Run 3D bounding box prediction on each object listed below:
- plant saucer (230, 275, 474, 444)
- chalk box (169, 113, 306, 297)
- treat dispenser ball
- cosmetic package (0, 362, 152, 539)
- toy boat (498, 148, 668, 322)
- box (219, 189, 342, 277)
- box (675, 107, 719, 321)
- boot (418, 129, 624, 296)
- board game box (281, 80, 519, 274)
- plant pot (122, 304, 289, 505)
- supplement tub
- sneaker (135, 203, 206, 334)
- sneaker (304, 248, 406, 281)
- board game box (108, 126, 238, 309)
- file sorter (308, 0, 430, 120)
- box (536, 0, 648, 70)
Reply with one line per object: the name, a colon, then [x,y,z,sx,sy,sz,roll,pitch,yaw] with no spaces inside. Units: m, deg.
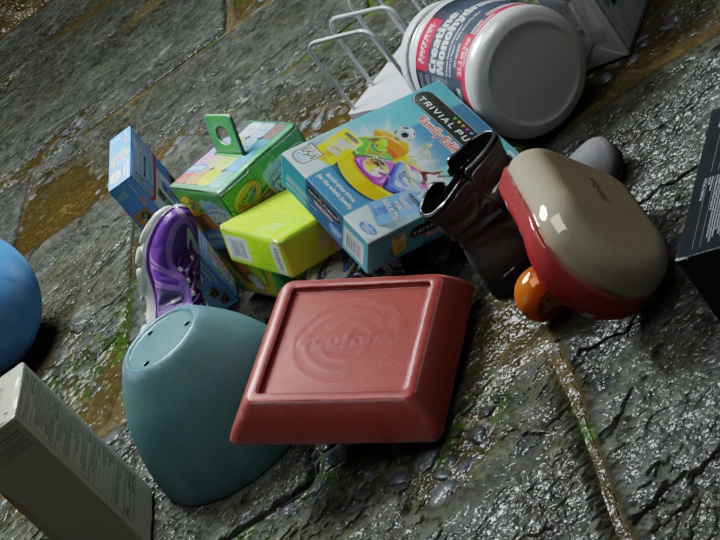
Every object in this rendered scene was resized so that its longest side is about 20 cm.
plant saucer: [-0.009,0.072,1.463,0.199,0.037,0.200,-3,41,18]
chalk box: [-0.114,-0.084,1.756,0.124,0.200,0.125,-44,26,-20]
treat dispenser ball: [-0.518,0.047,2.084,0.201,0.201,0.201,-30,27,17]
cosmetic package: [-0.292,0.197,1.547,0.071,0.200,0.105,-34,25,12]
toy boat: [0.179,-0.012,1.391,0.200,0.130,0.131,-106,39,-63]
box: [-0.033,-0.065,1.662,0.200,0.048,0.122,-31,25,-27]
box: [0.346,-0.066,1.275,0.141,0.079,0.200,-22,30,38]
boot: [0.155,-0.085,1.492,0.200,0.132,0.070,-49,27,-20]
board game box: [0.044,-0.098,1.600,0.200,0.047,0.151,-28,55,-24]
plant pot: [-0.158,0.113,1.582,0.200,0.135,0.200,-30,28,18]
supplement tub: [0.139,-0.224,1.727,0.140,0.140,0.200,-44,26,-9]
sneaker: [-0.192,0.027,1.751,0.083,0.200,0.081,10,15,44]
sneaker: [0.000,0.000,1.629,0.085,0.077,0.200,-23,30,22]
board game box: [-0.218,-0.059,1.863,0.037,0.200,0.151,-35,26,10]
file sorter: [0.053,-0.306,1.992,0.139,0.125,0.200,-4,42,49]
box: [0.266,-0.329,1.759,0.060,0.117,0.200,-18,32,37]
